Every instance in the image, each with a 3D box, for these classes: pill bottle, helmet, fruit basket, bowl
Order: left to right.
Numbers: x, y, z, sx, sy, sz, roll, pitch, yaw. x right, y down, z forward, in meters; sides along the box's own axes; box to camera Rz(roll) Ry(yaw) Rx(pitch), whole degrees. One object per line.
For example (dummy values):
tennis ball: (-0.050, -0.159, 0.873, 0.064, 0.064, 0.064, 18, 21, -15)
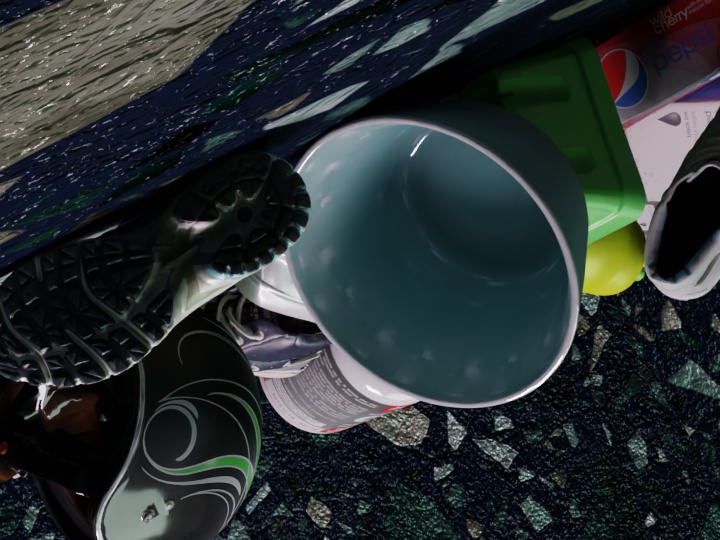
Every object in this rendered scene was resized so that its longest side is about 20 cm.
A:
helmet: (-0.161, 0.112, 1.355, 0.200, 0.200, 0.191, -28, 157, 19)
pill bottle: (0.007, 0.061, 1.584, 0.114, 0.114, 0.200, -25, 179, -31)
bowl: (0.061, -0.027, 1.219, 0.201, 0.201, 0.105, -29, -168, 41)
fruit basket: (0.118, -0.054, 1.373, 0.215, 0.156, 0.216, -16, 166, -4)

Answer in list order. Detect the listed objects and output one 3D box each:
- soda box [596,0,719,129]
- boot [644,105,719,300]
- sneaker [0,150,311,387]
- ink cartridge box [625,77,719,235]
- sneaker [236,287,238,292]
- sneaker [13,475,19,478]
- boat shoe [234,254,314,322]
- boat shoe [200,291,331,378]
soda box: (0.235, -0.163, 1.460, 0.200, 0.063, 0.070, -29, 177, 41)
boot: (0.261, -0.070, 1.362, 0.200, 0.073, 0.096, -65, 166, 4)
sneaker: (-0.117, 0.005, 1.096, 0.200, 0.078, 0.086, -27, -179, -3)
ink cartridge box: (0.252, -0.081, 1.594, 0.200, 0.146, 0.084, 2, -158, 40)
sneaker: (-0.051, -0.016, 1.512, 0.090, 0.075, 0.200, -12, 161, -46)
sneaker: (-0.222, 0.087, 1.505, 0.200, 0.091, 0.078, -18, 154, -21)
boat shoe: (0.000, 0.000, 1.421, 0.200, 0.072, 0.069, 19, 132, -32)
boat shoe: (-0.109, 0.038, 1.465, 0.200, 0.075, 0.093, 0, 160, -31)
